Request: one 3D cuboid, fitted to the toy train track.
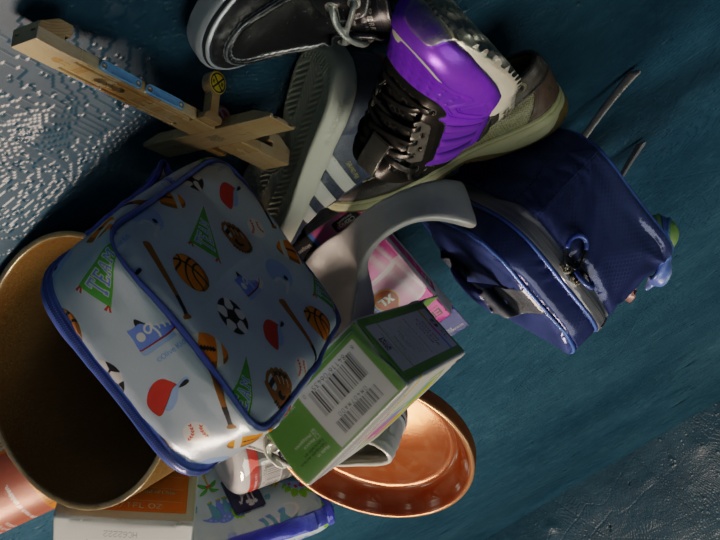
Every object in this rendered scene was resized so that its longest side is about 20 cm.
[{"bbox_3d":[-0.115,-0.108,0.588,0.114,0.033,0.199,-5,163,37],"label":"toy train track"}]

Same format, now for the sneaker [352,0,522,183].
[{"bbox_3d":[0.036,-0.094,0.576,0.099,0.070,0.200,-41,169,6],"label":"sneaker"}]

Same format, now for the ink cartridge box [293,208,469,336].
[{"bbox_3d":[0.011,0.022,0.860,0.094,0.037,0.200,-34,126,13],"label":"ink cartridge box"}]

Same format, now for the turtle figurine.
[{"bbox_3d":[0.197,-0.064,0.946,0.192,0.202,0.144,-12,-178,15],"label":"turtle figurine"}]

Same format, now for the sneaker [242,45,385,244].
[{"bbox_3d":[-0.024,-0.073,0.701,0.084,0.075,0.200,-4,146,-33],"label":"sneaker"}]

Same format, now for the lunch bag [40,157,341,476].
[{"bbox_3d":[-0.095,0.015,0.594,0.075,0.161,0.200,-36,-172,21],"label":"lunch bag"}]

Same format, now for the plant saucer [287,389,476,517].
[{"bbox_3d":[0.012,0.162,0.934,0.198,0.032,0.202,9,133,10],"label":"plant saucer"}]

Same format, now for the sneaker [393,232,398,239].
[{"bbox_3d":[-0.011,0.032,0.936,0.071,0.083,0.202,4,122,-14],"label":"sneaker"}]

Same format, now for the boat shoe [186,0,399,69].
[{"bbox_3d":[-0.003,-0.162,0.560,0.199,0.068,0.072,-28,155,-1],"label":"boat shoe"}]

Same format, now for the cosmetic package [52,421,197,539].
[{"bbox_3d":[-0.179,0.162,0.785,0.100,0.200,0.072,5,114,-9],"label":"cosmetic package"}]

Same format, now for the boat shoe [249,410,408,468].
[{"bbox_3d":[-0.058,0.141,0.870,0.198,0.066,0.074,-7,128,23],"label":"boat shoe"}]

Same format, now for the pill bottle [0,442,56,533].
[{"bbox_3d":[-0.343,0.178,0.813,0.198,0.113,0.112,-25,155,-7],"label":"pill bottle"}]

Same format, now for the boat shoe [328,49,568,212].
[{"bbox_3d":[0.052,-0.108,0.732,0.198,0.074,0.065,-23,129,12],"label":"boat shoe"}]

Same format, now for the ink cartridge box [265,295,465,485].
[{"bbox_3d":[0.014,0.081,0.734,0.104,0.059,0.200,-46,169,17],"label":"ink cartridge box"}]

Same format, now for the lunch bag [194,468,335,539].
[{"bbox_3d":[-0.141,0.263,1.087,0.168,0.129,0.200,-16,-165,-24],"label":"lunch bag"}]

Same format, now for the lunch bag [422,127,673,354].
[{"bbox_3d":[0.134,-0.023,0.771,0.132,0.200,0.136,-44,110,-2],"label":"lunch bag"}]

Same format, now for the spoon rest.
[{"bbox_3d":[0.000,0.000,0.746,0.060,0.100,0.200,14,137,-37],"label":"spoon rest"}]

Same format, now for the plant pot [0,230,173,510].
[{"bbox_3d":[-0.144,0.062,0.743,0.186,0.187,0.199,-41,163,27],"label":"plant pot"}]

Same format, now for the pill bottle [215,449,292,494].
[{"bbox_3d":[-0.061,0.152,1.046,0.198,0.117,0.116,-16,153,-25],"label":"pill bottle"}]
